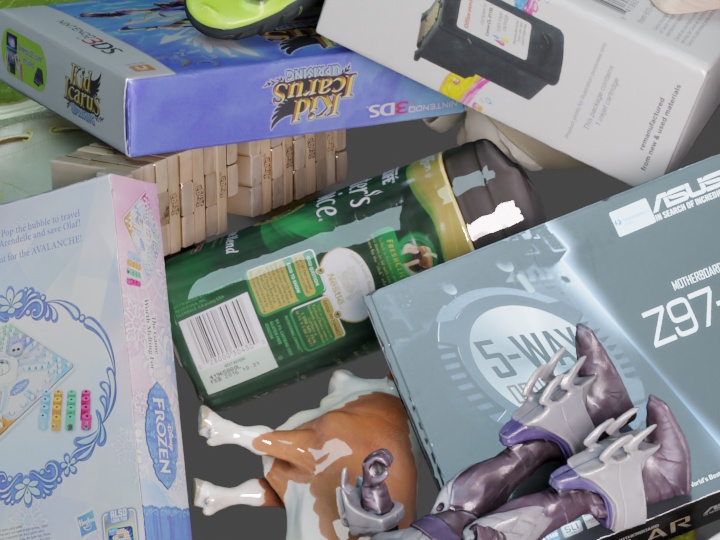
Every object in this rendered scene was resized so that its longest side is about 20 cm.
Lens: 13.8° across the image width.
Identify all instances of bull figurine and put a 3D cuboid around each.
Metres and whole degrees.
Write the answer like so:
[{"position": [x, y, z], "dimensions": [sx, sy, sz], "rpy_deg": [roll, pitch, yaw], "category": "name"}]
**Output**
[{"position": [-0.018, 0.120, 1.434], "dimensions": [0.121, 0.065, 0.201], "rpy_deg": [1, 50, -13], "category": "bull figurine"}]

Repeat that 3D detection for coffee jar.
[{"position": [0.000, 0.000, 1.526], "dimensions": [0.199, 0.086, 0.104], "rpy_deg": [-21, 2, 4], "category": "coffee jar"}]

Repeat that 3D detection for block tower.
[{"position": [-0.086, -0.053, 1.579], "dimensions": [0.058, 0.054, 0.200], "rpy_deg": [9, 20, 32], "category": "block tower"}]

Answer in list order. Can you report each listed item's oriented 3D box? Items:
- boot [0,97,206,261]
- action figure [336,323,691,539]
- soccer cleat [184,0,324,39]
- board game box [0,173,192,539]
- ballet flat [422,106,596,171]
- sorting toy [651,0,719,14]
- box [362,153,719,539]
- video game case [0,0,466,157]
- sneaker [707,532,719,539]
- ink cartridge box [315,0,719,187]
[{"position": [-0.187, -0.022, 1.659], "dimensions": [0.199, 0.072, 0.155], "rpy_deg": [-22, 47, 4], "category": "boot"}, {"position": [0.048, 0.113, 1.335], "dimensions": [0.200, 0.070, 0.130], "rpy_deg": [-34, 40, -16], "category": "action figure"}, {"position": [-0.024, -0.167, 1.601], "dimensions": [0.067, 0.081, 0.200], "rpy_deg": [30, 48, 19], "category": "soccer cleat"}, {"position": [-0.181, 0.071, 1.486], "dimensions": [0.199, 0.043, 0.200], "rpy_deg": [-13, 78, 32], "category": "board game box"}, {"position": [0.069, -0.093, 1.619], "dimensions": [0.069, 0.070, 0.200], "rpy_deg": [-34, 43, -8], "category": "ballet flat"}, {"position": [0.204, -0.229, 1.554], "dimensions": [0.198, 0.070, 0.200], "rpy_deg": [-10, 42, -24], "category": "sorting toy"}, {"position": [0.122, 0.051, 1.420], "dimensions": [0.199, 0.044, 0.161], "rpy_deg": [-21, 67, -1], "category": "box"}, {"position": [-0.072, -0.114, 1.604], "dimensions": [0.199, 0.046, 0.181], "rpy_deg": [-9, 20, -27], "category": "video game case"}, {"position": [0.130, 0.174, 1.334], "dimensions": [0.200, 0.071, 0.080], "rpy_deg": [-19, 47, 6], "category": "sneaker"}, {"position": [0.098, -0.141, 1.539], "dimensions": [0.199, 0.083, 0.146], "rpy_deg": [26, 34, 10], "category": "ink cartridge box"}]
